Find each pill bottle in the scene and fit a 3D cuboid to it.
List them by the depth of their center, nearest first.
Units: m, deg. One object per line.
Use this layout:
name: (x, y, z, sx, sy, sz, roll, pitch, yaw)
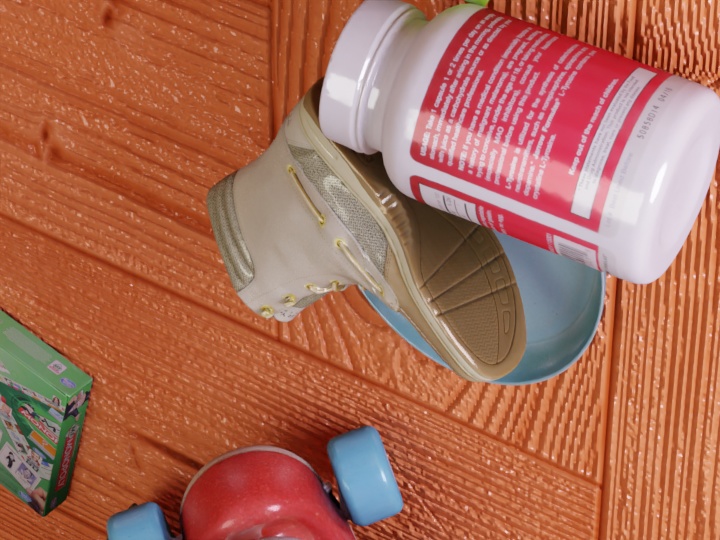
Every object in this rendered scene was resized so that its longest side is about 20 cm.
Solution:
pill bottle: (0.084, -0.077, 1.486, 0.200, 0.112, 0.112, 22, 131, 18)

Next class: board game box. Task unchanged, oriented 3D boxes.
board game box: (-0.287, 0.074, 2.011, 0.200, 0.029, 0.135, 36, 135, 18)

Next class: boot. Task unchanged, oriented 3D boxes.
boot: (0.000, 0.000, 1.628, 0.200, 0.072, 0.155, 55, 139, 4)

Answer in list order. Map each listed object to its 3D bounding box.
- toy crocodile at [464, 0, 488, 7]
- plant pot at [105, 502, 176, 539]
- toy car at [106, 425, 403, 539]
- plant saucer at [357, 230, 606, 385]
toy crocodile: (0.077, -0.221, 1.454, 0.067, 0.062, 0.200, 16, 130, 4)
plant pot: (-0.129, 0.295, 1.914, 0.188, 0.200, 0.200, 31, 137, 1)
toy car: (-0.047, 0.219, 1.716, 0.184, 0.200, 0.177, -18, 111, 1)
plant saucer: (0.065, -0.025, 1.624, 0.200, 0.027, 0.200, 23, 130, 29)
